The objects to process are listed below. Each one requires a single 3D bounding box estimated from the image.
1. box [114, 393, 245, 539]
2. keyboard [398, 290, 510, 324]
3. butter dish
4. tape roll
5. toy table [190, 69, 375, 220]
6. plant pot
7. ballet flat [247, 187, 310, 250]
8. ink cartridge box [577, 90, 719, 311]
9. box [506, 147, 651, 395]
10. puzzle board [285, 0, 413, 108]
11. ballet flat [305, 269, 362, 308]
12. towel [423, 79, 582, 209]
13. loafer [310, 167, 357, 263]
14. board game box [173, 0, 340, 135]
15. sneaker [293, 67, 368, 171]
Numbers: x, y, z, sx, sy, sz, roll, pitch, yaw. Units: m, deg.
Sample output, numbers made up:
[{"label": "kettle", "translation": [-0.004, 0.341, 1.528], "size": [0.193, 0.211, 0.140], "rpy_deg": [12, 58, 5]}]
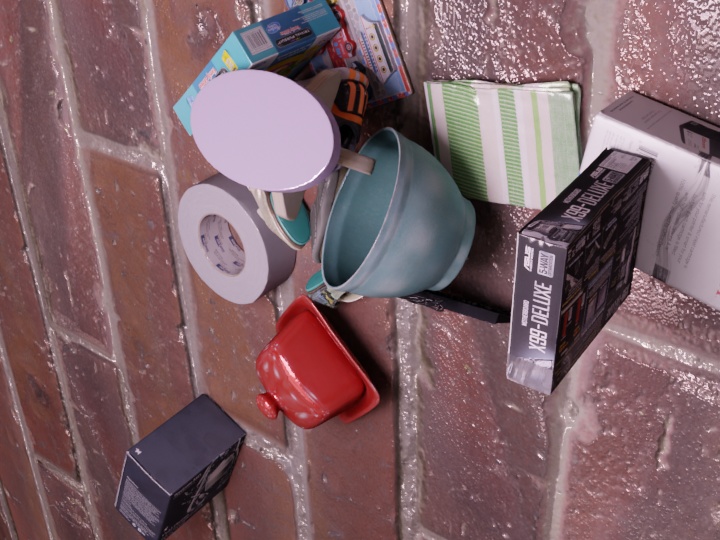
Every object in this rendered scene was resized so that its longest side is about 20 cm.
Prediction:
[{"label": "box", "translation": [-0.338, 0.372, 1.773], "size": [0.124, 0.199, 0.198], "rpy_deg": [38, 136, 17]}, {"label": "keyboard", "translation": [0.092, 0.034, 1.218], "size": [0.198, 0.127, 0.021], "rpy_deg": [16, 97, 31]}, {"label": "butter dish", "translation": [-0.093, 0.167, 1.432], "size": [0.200, 0.147, 0.200], "rpy_deg": [53, 155, 4]}, {"label": "tape roll", "translation": [-0.194, -0.052, 1.477], "size": [0.199, 0.066, 0.203], "rpy_deg": [24, 130, 32]}, {"label": "toy table", "translation": [-0.086, -0.156, 1.107], "size": [0.199, 0.117, 0.185], "rpy_deg": [35, 103, 26]}, {"label": "plant pot", "translation": [0.054, -0.052, 1.144], "size": [0.133, 0.202, 0.200], "rpy_deg": [21, 142, -20]}, {"label": "ballet flat", "translation": [-0.133, -0.116, 1.382], "size": [0.062, 0.067, 0.202], "rpy_deg": [-29, 84, 47]}, {"label": "ink cartridge box", "translation": [0.324, -0.070, 0.960], "size": [0.199, 0.083, 0.147], "rpy_deg": [31, 132, 27]}, {"label": "box", "translation": [0.208, -0.004, 0.898], "size": [0.049, 0.200, 0.160], "rpy_deg": [20, 129, 29]}, {"label": "puzzle board", "translation": [-0.024, -0.300, 1.199], "size": [0.150, 0.017, 0.202], "rpy_deg": [-8, 109, 46]}, {"label": "ballet flat", "translation": [0.000, 0.000, 1.336], "size": [0.075, 0.074, 0.199], "rpy_deg": [57, 140, -1]}, {"label": "towel", "translation": [0.167, -0.149, 1.108], "size": [0.198, 0.023, 0.154], "rpy_deg": [11, 123, 37]}, {"label": "loafer", "translation": [-0.029, -0.075, 1.295], "size": [0.201, 0.069, 0.076], "rpy_deg": [107, 162, -58]}, {"label": "board game box", "translation": [-0.134, -0.256, 1.208], "size": [0.047, 0.150, 0.199], "rpy_deg": [58, 144, -1]}, {"label": "sneaker", "translation": [-0.072, -0.181, 1.214], "size": [0.199, 0.077, 0.114], "rpy_deg": [-11, 70, 49]}]
